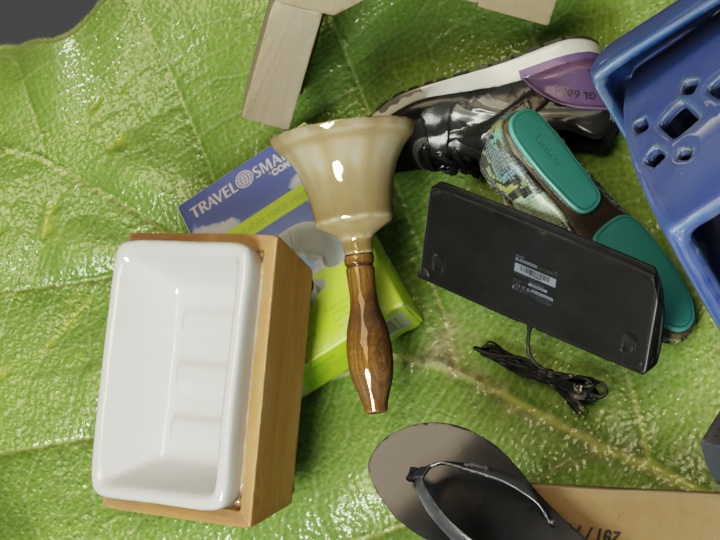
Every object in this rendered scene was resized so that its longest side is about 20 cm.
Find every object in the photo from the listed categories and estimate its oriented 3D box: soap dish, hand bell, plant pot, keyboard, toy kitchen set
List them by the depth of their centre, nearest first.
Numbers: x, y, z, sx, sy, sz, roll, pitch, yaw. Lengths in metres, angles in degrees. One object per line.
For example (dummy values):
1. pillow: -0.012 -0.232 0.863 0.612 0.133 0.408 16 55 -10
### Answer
1. plant pot: 0.275 -0.088 1.585 0.200 0.200 0.180 -33 52 7
2. keyboard: 0.122 0.024 1.661 0.200 0.021 0.128 25 119 34
3. hand bell: 0.000 0.000 1.682 0.104 0.104 0.201 -10 83 19
4. soap dish: -0.110 0.075 1.698 0.157 0.081 0.201 1 85 44
5. toy kitchen set: 0.032 -0.203 1.821 0.199 0.181 0.163 15 28 -5

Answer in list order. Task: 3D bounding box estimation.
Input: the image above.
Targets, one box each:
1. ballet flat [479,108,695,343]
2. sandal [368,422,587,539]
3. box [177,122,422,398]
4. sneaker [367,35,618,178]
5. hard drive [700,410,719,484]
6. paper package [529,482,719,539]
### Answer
1. ballet flat: 0.154 -0.022 1.673 0.074 0.074 0.200 -37 80 4
2. sandal: 0.085 0.155 1.523 0.200 0.043 0.076 33 82 32
3. box: -0.051 -0.014 1.775 0.122 0.048 0.200 -32 60 7
4. sneaker: 0.089 -0.095 1.738 0.199 0.076 0.088 -21 67 14
5. hard drive: 0.326 0.113 1.515 0.199 0.042 0.135 10 28 22
6. paper package: 0.161 0.236 1.538 0.199 0.103 0.191 -1 66 24
